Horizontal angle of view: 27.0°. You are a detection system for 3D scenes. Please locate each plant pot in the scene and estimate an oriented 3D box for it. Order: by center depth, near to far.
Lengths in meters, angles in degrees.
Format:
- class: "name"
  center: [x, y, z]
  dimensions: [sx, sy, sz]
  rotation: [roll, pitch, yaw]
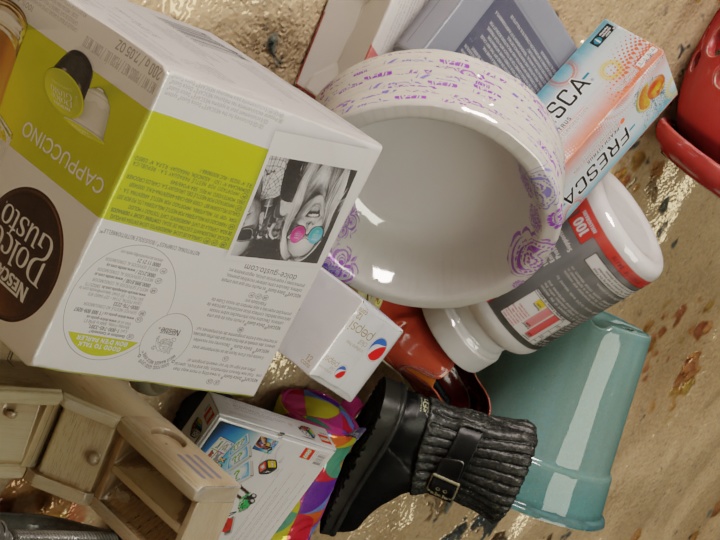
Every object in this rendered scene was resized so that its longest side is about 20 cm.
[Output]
- class: "plant pot"
  center: [0.185, 0.127, 1.498]
  dimensions: [0.200, 0.200, 0.197]
  rotation: [13, 99, -50]
- class: "plant pot"
  center: [0.409, -0.158, 1.508]
  dimensions: [0.200, 0.200, 0.183]
  rotation: [11, 118, -50]

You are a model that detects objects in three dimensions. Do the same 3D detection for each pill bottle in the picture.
- class: "pill bottle"
  center: [0.160, 0.004, 1.347]
  dimensions: [0.200, 0.116, 0.116]
  rotation: [-33, 149, 22]

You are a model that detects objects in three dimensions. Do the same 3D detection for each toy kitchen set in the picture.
- class: "toy kitchen set"
  center: [-0.204, 0.102, 1.057]
  dimensions: [0.199, 0.180, 0.164]
  rotation: [9, 110, -50]

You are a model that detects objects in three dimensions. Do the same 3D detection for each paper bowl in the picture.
- class: "paper bowl"
  center: [0.052, -0.075, 1.105]
  dimensions: [0.105, 0.199, 0.201]
  rotation: [-77, 163, -45]

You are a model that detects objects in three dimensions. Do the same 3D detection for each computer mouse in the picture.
- class: "computer mouse"
  center: [-0.153, 0.179, 1.299]
  dimensions: [0.058, 0.034, 0.201]
  rotation: [5, 122, -32]

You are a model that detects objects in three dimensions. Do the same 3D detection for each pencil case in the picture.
- class: "pencil case"
  center: [-0.064, 0.204, 1.366]
  dimensions: [0.088, 0.088, 0.201]
  rotation: [4, 116, -48]

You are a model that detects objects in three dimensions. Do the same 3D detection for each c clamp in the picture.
- class: "c clamp"
  center: [-0.236, 0.194, 1.118]
  dimensions: [0.199, 0.170, 0.027]
  rotation: [13, 85, -45]

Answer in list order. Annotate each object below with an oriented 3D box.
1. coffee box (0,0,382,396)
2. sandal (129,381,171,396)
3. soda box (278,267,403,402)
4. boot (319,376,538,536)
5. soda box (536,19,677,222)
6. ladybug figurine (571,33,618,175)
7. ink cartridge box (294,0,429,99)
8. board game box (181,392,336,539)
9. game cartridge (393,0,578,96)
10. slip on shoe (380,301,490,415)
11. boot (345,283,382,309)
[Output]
- class: "coffee box"
  center: [-0.151, -0.057, 0.975]
  dimensions: [0.200, 0.199, 0.198]
  rotation: [13, 108, -51]
- class: "sandal"
  center: [-0.101, 0.037, 1.217]
  dimensions: [0.200, 0.054, 0.081]
  rotation: [-41, 142, -25]
- class: "soda box"
  center: [-0.065, 0.013, 1.120]
  dimensions: [0.068, 0.200, 0.064]
  rotation: [-53, 141, -1]
- class: "boot"
  center: [0.058, 0.196, 1.396]
  dimensions: [0.157, 0.080, 0.211]
  rotation: [19, 135, -12]
- class: "soda box"
  center: [0.166, -0.104, 1.219]
  dimensions: [0.200, 0.068, 0.064]
  rotation: [-47, 145, -8]
- class: "ladybug figurine"
  center: [0.185, -0.130, 1.383]
  dimensions: [0.135, 0.072, 0.201]
  rotation: [-22, 133, -33]
- class: "ink cartridge box"
  center: [0.055, -0.174, 1.215]
  dimensions: [0.199, 0.067, 0.117]
  rotation: [6, 114, -47]
- class: "board game box"
  center: [-0.126, 0.202, 1.281]
  dimensions: [0.126, 0.035, 0.200]
  rotation: [23, 112, -36]
- class: "game cartridge"
  center: [0.103, -0.162, 1.190]
  dimensions: [0.133, 0.041, 0.200]
  rotation: [-55, 144, -5]
- class: "slip on shoe"
  center: [0.060, 0.075, 1.382]
  dimensions: [0.074, 0.061, 0.200]
  rotation: [-52, 123, -29]
- class: "boot"
  center: [0.000, 0.000, 1.280]
  dimensions: [0.156, 0.073, 0.200]
  rotation: [-57, 170, -28]
